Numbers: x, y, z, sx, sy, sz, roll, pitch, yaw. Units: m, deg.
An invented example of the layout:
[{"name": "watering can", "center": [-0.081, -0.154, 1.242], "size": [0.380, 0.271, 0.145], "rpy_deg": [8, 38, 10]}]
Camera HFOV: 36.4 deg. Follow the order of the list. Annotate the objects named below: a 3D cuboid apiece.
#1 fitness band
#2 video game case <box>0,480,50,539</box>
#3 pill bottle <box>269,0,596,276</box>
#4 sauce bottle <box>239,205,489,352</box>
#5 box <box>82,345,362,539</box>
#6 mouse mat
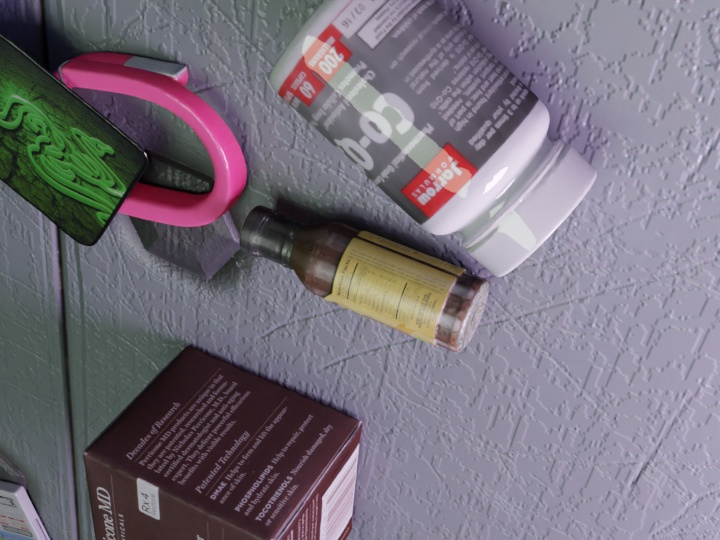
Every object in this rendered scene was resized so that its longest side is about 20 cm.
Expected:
[{"name": "fitness band", "center": [-0.185, -0.107, 0.912], "size": [0.200, 0.037, 0.144], "rpy_deg": [14, 130, 25]}, {"name": "video game case", "center": [-0.469, 0.354, 1.464], "size": [0.143, 0.018, 0.200], "rpy_deg": [4, 125, 29]}, {"name": "pill bottle", "center": [0.049, -0.097, 0.715], "size": [0.200, 0.114, 0.114], "rpy_deg": [43, 135, -3]}, {"name": "sauce bottle", "center": [0.000, 0.000, 0.859], "size": [0.200, 0.065, 0.065], "rpy_deg": [23, 133, 18]}, {"name": "box", "center": [-0.124, 0.209, 1.026], "size": [0.200, 0.164, 0.166], "rpy_deg": [20, 132, 19]}, {"name": "mouse mat", "center": [-0.284, -0.117, 0.933], "size": [0.200, 0.008, 0.161], "rpy_deg": [38, 138, -7]}]
